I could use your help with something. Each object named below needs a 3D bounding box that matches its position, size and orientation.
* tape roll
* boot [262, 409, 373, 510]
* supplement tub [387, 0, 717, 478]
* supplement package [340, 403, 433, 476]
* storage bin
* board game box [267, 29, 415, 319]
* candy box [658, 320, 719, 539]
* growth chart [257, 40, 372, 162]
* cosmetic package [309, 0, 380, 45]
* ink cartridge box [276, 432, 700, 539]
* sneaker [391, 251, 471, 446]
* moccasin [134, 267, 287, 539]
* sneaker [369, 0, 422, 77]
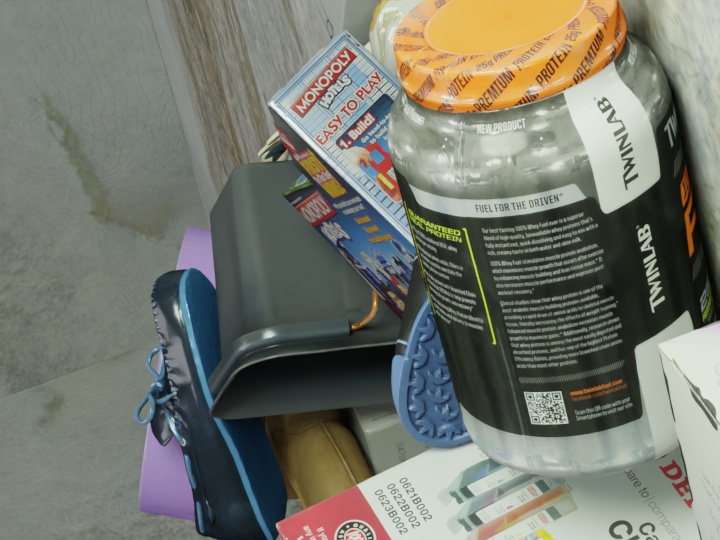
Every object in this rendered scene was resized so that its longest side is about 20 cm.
[{"bbox_3d":[-0.105,0.073,1.735,0.200,0.065,0.201,-171,90,-89],"label":"tape roll"},{"bbox_3d":[-0.015,0.172,1.678,0.175,0.066,0.200,81,165,-58],"label":"boot"},{"bbox_3d":[0.083,-0.021,1.077,0.123,0.122,0.201,-121,13,-58],"label":"supplement tub"},{"bbox_3d":[0.031,0.058,1.738,0.117,0.117,0.200,76,171,-47],"label":"supplement package"},{"bbox_3d":[0.000,0.000,1.534,0.146,0.199,0.135,125,136,-64],"label":"storage bin"},{"bbox_3d":[0.029,-0.032,1.352,0.200,0.062,0.200,47,169,-7],"label":"board game box"},{"bbox_3d":[0.185,0.133,0.912,0.168,0.071,0.201,-119,11,-56],"label":"candy box"},{"bbox_3d":[-0.010,-0.115,1.529,0.018,0.145,0.200,45,171,-2],"label":"growth chart"},{"bbox_3d":[-0.018,-0.231,1.597,0.200,0.052,0.151,99,148,-76],"label":"cosmetic package"},{"bbox_3d":[0.087,0.166,1.204,0.145,0.199,0.145,55,166,41],"label":"ink cartridge box"},{"bbox_3d":[0.062,-0.017,1.197,0.078,0.070,0.201,-132,62,-70],"label":"sneaker"},{"bbox_3d":[-0.106,0.095,1.594,0.081,0.068,0.201,-57,-43,-60],"label":"moccasin"},{"bbox_3d":[0.048,-0.077,1.405,0.088,0.075,0.200,61,173,29],"label":"sneaker"}]
